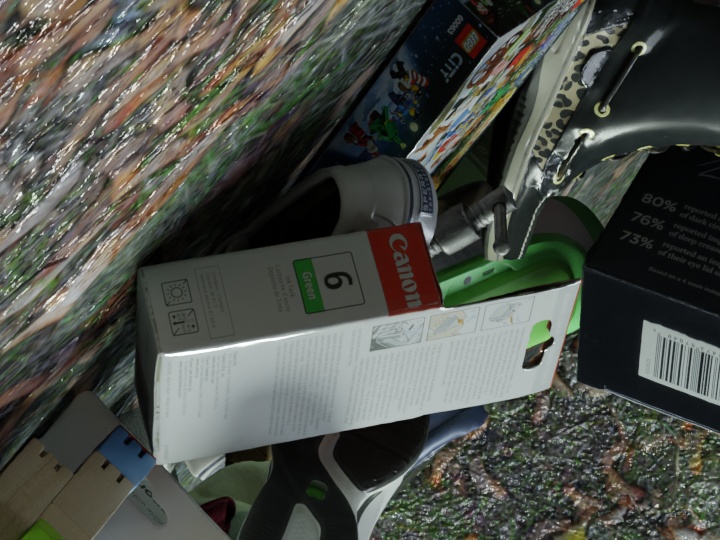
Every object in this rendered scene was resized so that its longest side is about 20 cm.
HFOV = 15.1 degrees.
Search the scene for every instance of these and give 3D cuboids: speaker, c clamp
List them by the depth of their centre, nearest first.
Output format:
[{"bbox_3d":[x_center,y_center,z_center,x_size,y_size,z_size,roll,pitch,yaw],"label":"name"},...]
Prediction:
[{"bbox_3d":[0.000,0.000,1.439,0.199,0.027,0.171,-29,-169,18],"label":"c clamp"},{"bbox_3d":[0.052,0.021,1.574,0.199,0.089,0.089,-22,161,-31],"label":"speaker"}]

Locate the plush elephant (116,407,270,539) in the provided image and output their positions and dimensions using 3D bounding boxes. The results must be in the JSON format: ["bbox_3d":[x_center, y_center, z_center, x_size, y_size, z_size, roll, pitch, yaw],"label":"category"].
[{"bbox_3d":[-0.090,0.171,1.526,0.154,0.166,0.200,2,169,-21],"label":"plush elephant"}]

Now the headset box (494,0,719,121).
[{"bbox_3d":[0.164,-0.146,1.578,0.200,0.077,0.149,-34,166,-52],"label":"headset box"}]

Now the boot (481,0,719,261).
[{"bbox_3d":[0.154,-0.073,1.482,0.074,0.153,0.204,-86,-171,-49],"label":"boot"}]

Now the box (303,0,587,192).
[{"bbox_3d":[0.040,-0.086,1.369,0.136,0.038,0.200,-37,168,-49],"label":"box"}]

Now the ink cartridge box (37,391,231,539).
[{"bbox_3d":[-0.145,0.158,1.361,0.200,0.116,0.067,-48,171,23],"label":"ink cartridge box"}]

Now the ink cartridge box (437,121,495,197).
[{"bbox_3d":[0.074,-0.051,1.696,0.146,0.048,0.200,-51,170,35],"label":"ink cartridge box"}]

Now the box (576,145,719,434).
[{"bbox_3d":[0.230,-0.011,1.569,0.200,0.147,0.105,-55,156,-36],"label":"box"}]

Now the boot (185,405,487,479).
[{"bbox_3d":[-0.018,0.107,1.737,0.200,0.091,0.073,-33,179,26],"label":"boot"}]

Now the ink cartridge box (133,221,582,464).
[{"bbox_3d":[-0.004,0.029,1.264,0.199,0.051,0.109,-10,151,-12],"label":"ink cartridge box"}]

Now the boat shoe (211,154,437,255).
[{"bbox_3d":[-0.045,0.003,1.326,0.065,0.074,0.200,4,144,-39],"label":"boat shoe"}]

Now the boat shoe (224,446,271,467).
[{"bbox_3d":[-0.046,0.145,1.700,0.064,0.071,0.201,-1,107,-23],"label":"boat shoe"}]

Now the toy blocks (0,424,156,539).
[{"bbox_3d":[-0.176,0.141,1.256,0.200,0.100,0.137,-45,-176,30],"label":"toy blocks"}]

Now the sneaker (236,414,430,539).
[{"bbox_3d":[-0.030,0.135,1.353,0.201,0.075,0.116,-61,173,-53],"label":"sneaker"}]
